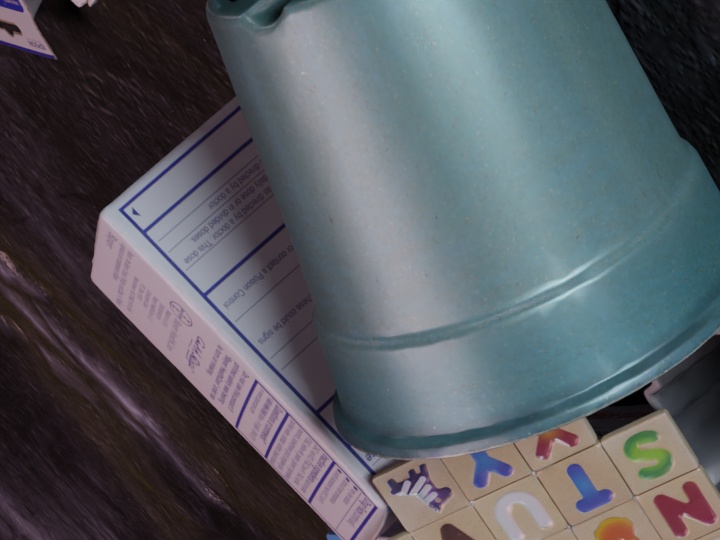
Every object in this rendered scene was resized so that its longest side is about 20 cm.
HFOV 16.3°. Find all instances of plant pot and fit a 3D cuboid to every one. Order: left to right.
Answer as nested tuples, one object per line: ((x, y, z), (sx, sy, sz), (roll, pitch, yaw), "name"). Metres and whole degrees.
((0.041, -0.057, 1.059), (0.200, 0.200, 0.196), (11, 130, 59), "plant pot")

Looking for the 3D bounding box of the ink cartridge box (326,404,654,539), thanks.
((0.110, 0.153, 1.303), (0.129, 0.200, 0.125), (-10, 103, 67), "ink cartridge box")

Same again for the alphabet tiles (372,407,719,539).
((0.099, 0.149, 1.161), (0.200, 0.166, 0.006), (56, -162, -22), "alphabet tiles")

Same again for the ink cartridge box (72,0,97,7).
((-0.160, -0.245, 1.229), (0.200, 0.084, 0.145), (46, 156, -5), "ink cartridge box")

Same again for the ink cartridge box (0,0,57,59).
((-0.247, -0.223, 1.551), (0.095, 0.037, 0.200), (20, 144, 51), "ink cartridge box")

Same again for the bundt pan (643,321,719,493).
((0.221, 0.077, 1.078), (0.202, 0.076, 0.202), (42, 160, 19), "bundt pan")

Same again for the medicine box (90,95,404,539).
((0.000, 0.000, 1.236), (0.200, 0.182, 0.103), (46, 161, 6), "medicine box")
